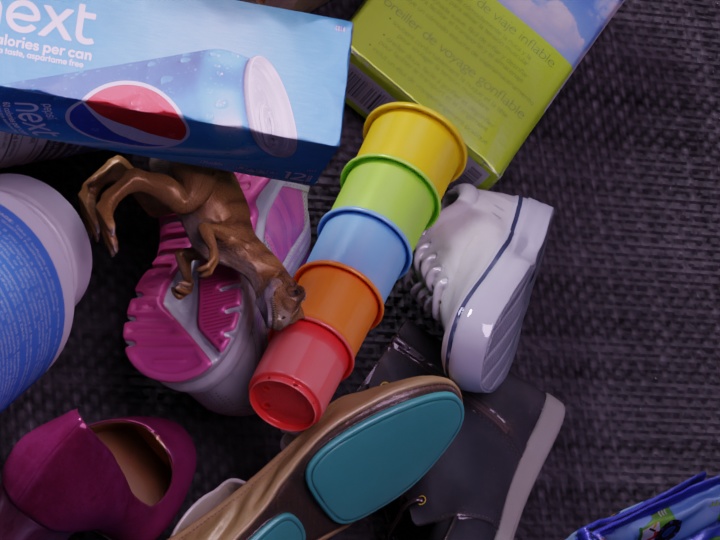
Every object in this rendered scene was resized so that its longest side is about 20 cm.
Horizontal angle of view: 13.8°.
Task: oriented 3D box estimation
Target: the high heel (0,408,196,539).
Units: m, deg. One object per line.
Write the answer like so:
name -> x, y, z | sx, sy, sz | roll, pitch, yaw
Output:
high heel -> -0.113, 0.089, 1.449 | 0.067, 0.096, 0.200 | 41, 25, 6

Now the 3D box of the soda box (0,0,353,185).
soda box -> -0.108, -0.097, 1.444 | 0.199, 0.064, 0.068 | 9, 72, -10

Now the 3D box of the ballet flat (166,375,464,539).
ballet flat -> -0.038, 0.110, 1.504 | 0.200, 0.069, 0.063 | -39, 45, -15

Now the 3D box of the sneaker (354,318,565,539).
sneaker -> 0.026, 0.121, 1.561 | 0.106, 0.075, 0.200 | 31, 47, -4

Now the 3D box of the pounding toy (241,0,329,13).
pounding toy -> -0.049, -0.257, 1.625 | 0.142, 0.200, 0.184 | -34, 83, -34

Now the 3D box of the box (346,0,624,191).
box -> 0.073, -0.148, 1.723 | 0.122, 0.048, 0.200 | 40, 55, -5

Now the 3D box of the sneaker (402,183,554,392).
sneaker -> 0.055, 0.009, 1.595 | 0.070, 0.073, 0.200 | 14, 20, 5

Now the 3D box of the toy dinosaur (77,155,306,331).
toy dinosaur -> -0.090, -0.052, 1.502 | 0.106, 0.060, 0.201 | -19, 78, -15

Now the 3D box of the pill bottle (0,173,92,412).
pill bottle -> -0.204, 0.023, 1.433 | 0.112, 0.112, 0.200 | 45, 29, 0

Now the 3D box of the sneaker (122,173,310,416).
sneaker -> -0.065, -0.008, 1.569 | 0.088, 0.081, 0.201 | 58, 41, -48

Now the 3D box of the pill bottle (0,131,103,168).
pill bottle -> -0.195, -0.111, 1.531 | 0.199, 0.120, 0.120 | -11, 71, -30

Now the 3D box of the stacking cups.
stacking cups -> 0.000, 0.000, 1.539 | 0.060, 0.061, 0.200 | 31, 49, -9

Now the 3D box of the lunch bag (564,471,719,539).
lunch bag -> 0.155, 0.165, 1.548 | 0.199, 0.151, 0.094 | -7, 69, -29
